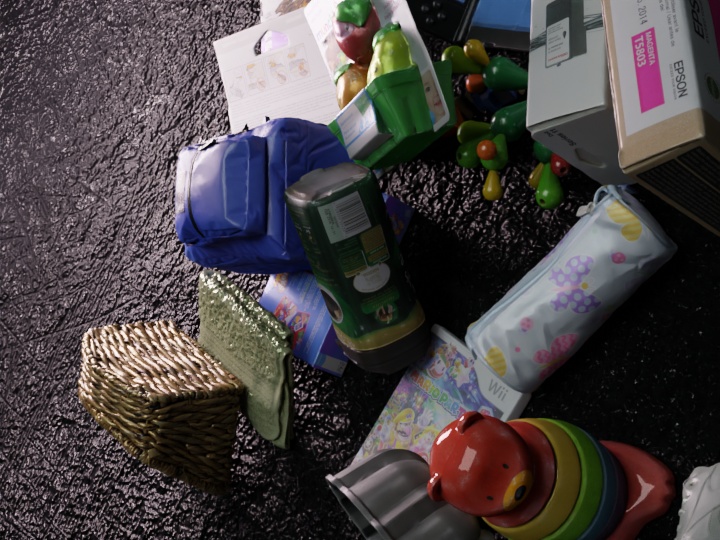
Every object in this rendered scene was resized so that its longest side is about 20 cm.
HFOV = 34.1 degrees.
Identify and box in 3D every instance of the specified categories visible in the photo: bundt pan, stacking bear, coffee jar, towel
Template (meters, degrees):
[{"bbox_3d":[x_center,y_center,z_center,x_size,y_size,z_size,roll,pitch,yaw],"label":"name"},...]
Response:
[{"bbox_3d":[0.061,0.231,0.997,0.076,0.202,0.202,-38,40,-12],"label":"bundt pan"},{"bbox_3d":[0.135,0.167,0.927,0.114,0.200,0.122,39,101,48],"label":"stacking bear"},{"bbox_3d":[0.000,0.000,1.149,0.085,0.200,0.104,-25,21,-14],"label":"coffee jar"},{"bbox_3d":[-0.131,0.095,1.313,0.200,0.036,0.149,38,133,46],"label":"towel"}]

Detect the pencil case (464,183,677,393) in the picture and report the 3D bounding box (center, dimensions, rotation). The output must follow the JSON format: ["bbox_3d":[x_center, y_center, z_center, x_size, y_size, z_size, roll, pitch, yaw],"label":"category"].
[{"bbox_3d":[0.183,0.017,1.033,0.200,0.091,0.083,-49,44,19],"label":"pencil case"}]

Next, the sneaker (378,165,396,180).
[{"bbox_3d":[-0.003,-0.187,1.272,0.070,0.093,0.200,-24,47,38],"label":"sneaker"}]

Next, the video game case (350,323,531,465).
[{"bbox_3d":[0.066,0.169,1.137,0.143,0.018,0.200,37,99,49],"label":"video game case"}]

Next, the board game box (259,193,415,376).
[{"bbox_3d":[-0.035,0.001,1.301,0.134,0.045,0.200,23,89,49],"label":"board game box"}]

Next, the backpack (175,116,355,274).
[{"bbox_3d":[-0.118,-0.081,1.257,0.200,0.168,0.163,-5,78,53],"label":"backpack"}]

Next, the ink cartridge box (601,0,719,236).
[{"bbox_3d":[0.275,-0.148,0.958,0.075,0.165,0.200,-22,57,38],"label":"ink cartridge box"}]

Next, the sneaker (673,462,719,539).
[{"bbox_3d":[0.261,0.200,0.852,0.200,0.075,0.100,-40,29,-19],"label":"sneaker"}]

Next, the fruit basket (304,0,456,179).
[{"bbox_3d":[0.006,-0.203,1.142,0.200,0.094,0.185,64,152,3],"label":"fruit basket"}]

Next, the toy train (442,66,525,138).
[{"bbox_3d":[0.092,-0.164,1.249,0.200,0.034,0.046,-25,36,37],"label":"toy train"}]

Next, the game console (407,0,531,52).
[{"bbox_3d":[0.131,-0.348,1.246,0.116,0.176,0.200,-177,109,-76],"label":"game console"}]

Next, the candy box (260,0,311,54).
[{"bbox_3d":[-0.045,-0.347,1.456,0.168,0.071,0.200,-27,54,36],"label":"candy box"}]

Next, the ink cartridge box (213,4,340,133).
[{"bbox_3d":[-0.081,-0.210,1.397,0.200,0.045,0.177,-9,92,43],"label":"ink cartridge box"}]

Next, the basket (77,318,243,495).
[{"bbox_3d":[-0.241,0.163,1.333,0.200,0.143,0.149,34,122,47],"label":"basket"}]

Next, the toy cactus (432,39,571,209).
[{"bbox_3d":[0.156,-0.161,1.135,0.165,0.102,0.200,-34,60,4],"label":"toy cactus"}]

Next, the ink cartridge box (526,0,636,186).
[{"bbox_3d":[0.223,-0.194,1.049,0.083,0.146,0.200,-13,64,42],"label":"ink cartridge box"}]
